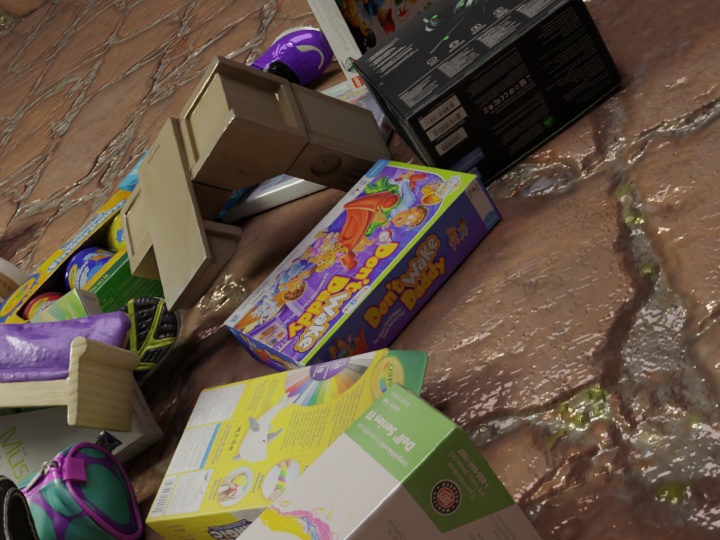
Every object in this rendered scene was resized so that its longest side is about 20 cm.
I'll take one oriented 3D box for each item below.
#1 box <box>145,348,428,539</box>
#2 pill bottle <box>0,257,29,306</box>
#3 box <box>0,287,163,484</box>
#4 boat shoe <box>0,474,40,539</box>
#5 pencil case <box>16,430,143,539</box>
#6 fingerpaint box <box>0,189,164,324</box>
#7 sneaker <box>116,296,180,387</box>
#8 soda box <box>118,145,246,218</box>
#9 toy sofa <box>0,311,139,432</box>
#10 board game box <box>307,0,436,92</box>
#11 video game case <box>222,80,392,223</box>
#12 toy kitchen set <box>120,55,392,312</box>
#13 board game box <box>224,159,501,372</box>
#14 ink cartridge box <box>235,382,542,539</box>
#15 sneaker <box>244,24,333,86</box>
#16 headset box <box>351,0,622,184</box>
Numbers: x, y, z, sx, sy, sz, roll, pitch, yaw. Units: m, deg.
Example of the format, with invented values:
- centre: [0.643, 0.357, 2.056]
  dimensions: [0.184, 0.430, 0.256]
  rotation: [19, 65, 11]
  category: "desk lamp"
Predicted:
- centre: [-0.042, 0.120, 0.660]
  dimensions: [0.198, 0.048, 0.118]
  rotation: [-17, 38, 35]
  category: "box"
- centre: [-0.437, 0.087, 1.059]
  dimensions: [0.113, 0.115, 0.201]
  rotation: [-12, 38, 36]
  category: "pill bottle"
- centre: [-0.279, 0.129, 0.827]
  dimensions: [0.199, 0.036, 0.145]
  rotation: [-34, 71, 5]
  category: "box"
- centre: [-0.205, 0.220, 0.628]
  dimensions: [0.063, 0.071, 0.202]
  rotation: [-23, 65, 5]
  category: "boat shoe"
- centre: [-0.261, 0.201, 0.738]
  dimensions: [0.199, 0.093, 0.085]
  rotation: [-30, 30, 14]
  category: "pencil case"
- centre: [-0.265, 0.013, 1.021]
  dimensions: [0.200, 0.074, 0.166]
  rotation: [-48, 32, -19]
  category: "fingerpaint box"
- centre: [-0.233, 0.104, 0.885]
  dimensions: [0.199, 0.076, 0.076]
  rotation: [-39, -3, 3]
  category: "sneaker"
- centre: [-0.192, -0.100, 1.084]
  dimensions: [0.068, 0.064, 0.199]
  rotation: [-53, 25, -20]
  category: "soda box"
- centre: [-0.280, 0.079, 0.776]
  dimensions: [0.197, 0.083, 0.099]
  rotation: [-4, 76, 16]
  category: "toy sofa"
- centre: [0.019, -0.294, 1.063]
  dimensions: [0.034, 0.127, 0.200]
  rotation: [-11, 29, 37]
  category: "board game box"
- centre: [-0.047, -0.141, 1.056]
  dimensions: [0.198, 0.023, 0.183]
  rotation: [-17, 36, 31]
  category: "video game case"
- centre: [-0.090, -0.043, 0.891]
  dimensions: [0.200, 0.179, 0.164]
  rotation: [-48, 46, 33]
  category: "toy kitchen set"
- centre: [0.000, 0.000, 0.788]
  dimensions: [0.200, 0.045, 0.134]
  rotation: [-47, 32, -17]
  category: "board game box"
- centre: [-0.010, 0.170, 0.489]
  dimensions: [0.200, 0.118, 0.067]
  rotation: [-43, 30, -12]
  category: "ink cartridge box"
- centre: [-0.115, -0.217, 1.199]
  dimensions: [0.199, 0.070, 0.100]
  rotation: [-23, 39, 31]
  category: "sneaker"
- centre: [0.101, -0.179, 0.881]
  dimensions: [0.173, 0.093, 0.200]
  rotation: [-36, 29, 3]
  category: "headset box"
